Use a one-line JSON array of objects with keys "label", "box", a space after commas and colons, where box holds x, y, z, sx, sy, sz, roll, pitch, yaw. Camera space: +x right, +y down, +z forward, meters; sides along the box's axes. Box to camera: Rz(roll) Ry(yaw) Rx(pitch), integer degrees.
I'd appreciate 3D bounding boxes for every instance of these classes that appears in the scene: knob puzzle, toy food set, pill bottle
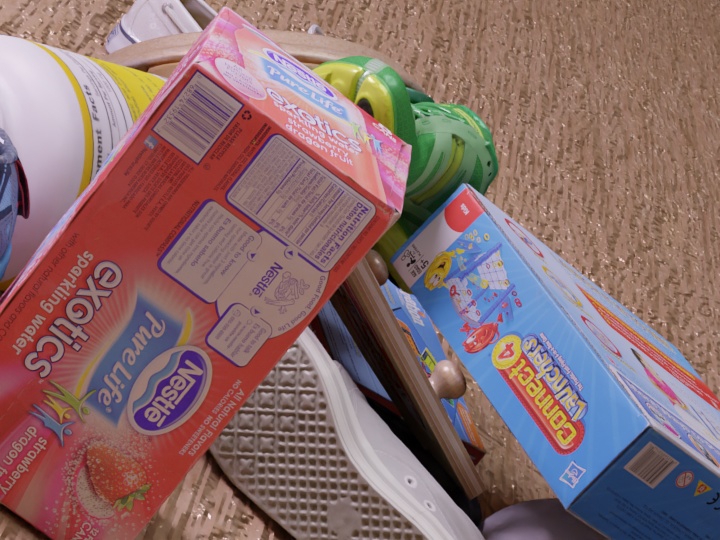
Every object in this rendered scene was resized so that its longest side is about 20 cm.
[{"label": "knob puzzle", "box": [0.000, 0.000, 1.339, 0.220, 0.030, 0.220, 59, -5, 8]}, {"label": "toy food set", "box": [-0.055, -0.077, 1.448, 0.198, 0.200, 0.049, 12, 71, -42]}, {"label": "pill bottle", "box": [-0.144, -0.044, 1.256, 0.112, 0.112, 0.200, 49, 21, 29]}]

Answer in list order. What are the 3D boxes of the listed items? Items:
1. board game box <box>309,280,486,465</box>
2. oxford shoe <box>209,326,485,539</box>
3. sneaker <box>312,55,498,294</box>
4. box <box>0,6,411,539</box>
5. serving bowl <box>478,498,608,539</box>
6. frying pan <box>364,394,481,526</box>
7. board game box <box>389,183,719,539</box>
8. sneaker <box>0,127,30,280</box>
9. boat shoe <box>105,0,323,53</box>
[{"label": "board game box", "box": [0.003, 0.029, 1.518, 0.103, 0.019, 0.200, 28, 21, -26]}, {"label": "oxford shoe", "box": [-0.012, 0.086, 1.265, 0.200, 0.075, 0.058, 50, 24, 12]}, {"label": "sneaker", "box": [0.020, -0.061, 1.366, 0.074, 0.084, 0.200, 43, -9, 22]}, {"label": "box", "box": [-0.078, 0.008, 1.116, 0.103, 0.200, 0.095, 36, 18, -7]}, {"label": "serving bowl", "box": [0.140, 0.179, 1.353, 0.200, 0.066, 0.200, 36, 18, -14]}, {"label": "frying pan", "box": [-0.017, 0.083, 1.323, 0.190, 0.031, 0.115, 21, 22, -43]}, {"label": "board game box", "box": [0.129, 0.073, 1.347, 0.200, 0.056, 0.196, 36, 13, -42]}, {"label": "sneaker", "box": [-0.228, -0.048, 1.101, 0.200, 0.096, 0.079, 15, 25, -25]}, {"label": "boat shoe", "box": [-0.048, -0.105, 1.634, 0.202, 0.086, 0.075, 39, 18, 2]}]
